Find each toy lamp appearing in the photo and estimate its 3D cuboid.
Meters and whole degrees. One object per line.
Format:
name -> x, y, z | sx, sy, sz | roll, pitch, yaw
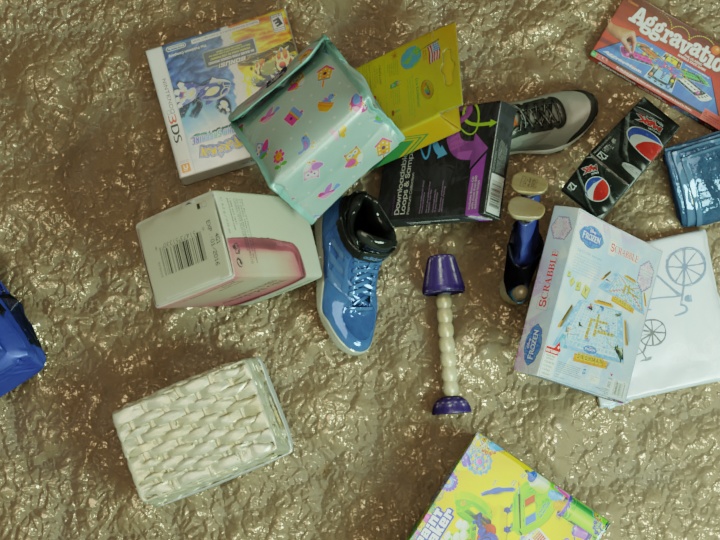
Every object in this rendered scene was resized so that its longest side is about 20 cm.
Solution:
toy lamp -> 0.110, 0.081, 1.681 | 0.057, 0.058, 0.203 | -3, 84, 2

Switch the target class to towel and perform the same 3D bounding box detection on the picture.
towel -> 0.493, -0.131, 1.689 | 0.198, 0.049, 0.113 | -17, 97, -1

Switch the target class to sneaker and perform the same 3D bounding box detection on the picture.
sneaker -> 0.214, -0.187, 1.705 | 0.198, 0.079, 0.075 | -17, 79, -1
sneaker -> -0.001, 0.000, 1.663 | 0.076, 0.111, 0.203 | 2, 75, -32

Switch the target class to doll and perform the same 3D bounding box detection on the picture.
doll -> 0.201, -0.029, 1.623 | 0.048, 0.201, 0.138 | 8, 51, 8

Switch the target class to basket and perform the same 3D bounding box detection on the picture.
basket -> -0.197, 0.198, 1.641 | 0.198, 0.123, 0.137 | -22, 82, -2

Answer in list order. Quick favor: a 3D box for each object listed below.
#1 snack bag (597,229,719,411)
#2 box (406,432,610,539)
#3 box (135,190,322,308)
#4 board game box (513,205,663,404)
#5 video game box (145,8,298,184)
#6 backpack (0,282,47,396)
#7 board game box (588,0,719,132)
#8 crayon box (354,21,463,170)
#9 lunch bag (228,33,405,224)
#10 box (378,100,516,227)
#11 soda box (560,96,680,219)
snack bag -> 0.374, 0.062, 1.689 | 0.186, 0.021, 0.203 | -13, 84, 1
box -> 0.165, 0.334, 1.605 | 0.192, 0.122, 0.201 | 34, 85, 7
box -> -0.158, -0.023, 1.620 | 0.127, 0.199, 0.110 | -21, 80, 29
board game box -> 0.279, 0.045, 1.597 | 0.041, 0.199, 0.202 | 11, 83, 44
video game box -> -0.167, -0.230, 1.746 | 0.198, 0.047, 0.184 | -17, 83, 0
backpack -> -0.510, 0.060, 1.658 | 0.161, 0.168, 0.201 | -30, 77, -9
board game box -> 0.412, -0.274, 1.740 | 0.199, 0.019, 0.104 | 31, 83, 7
crayon box -> 0.055, -0.215, 1.667 | 0.198, 0.051, 0.128 | -20, 59, 33
lunch bag -> -0.066, -0.191, 1.636 | 0.170, 0.122, 0.201 | -40, 50, 8
box -> 0.103, -0.130, 1.657 | 0.036, 0.199, 0.145 | 18, 76, -39
soda box -> 0.326, -0.141, 1.639 | 0.063, 0.071, 0.200 | 40, 41, 7
